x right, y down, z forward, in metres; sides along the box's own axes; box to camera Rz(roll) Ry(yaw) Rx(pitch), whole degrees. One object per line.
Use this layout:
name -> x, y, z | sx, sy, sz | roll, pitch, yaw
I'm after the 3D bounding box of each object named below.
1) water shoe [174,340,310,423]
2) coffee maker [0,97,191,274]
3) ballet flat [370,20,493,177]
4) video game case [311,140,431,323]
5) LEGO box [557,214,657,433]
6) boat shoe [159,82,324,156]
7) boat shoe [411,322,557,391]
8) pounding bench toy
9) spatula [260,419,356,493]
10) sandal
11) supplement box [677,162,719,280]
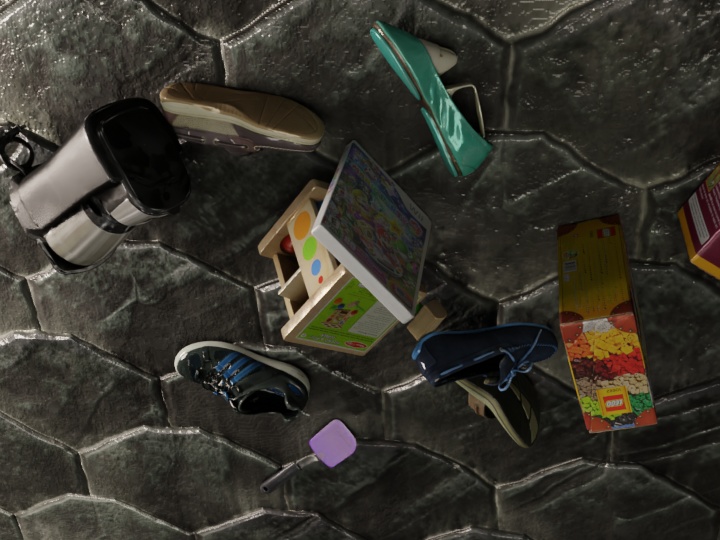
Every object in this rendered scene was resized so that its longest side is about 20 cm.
water shoe -> -0.169, 0.154, 1.223 | 0.197, 0.079, 0.072 | 11, 124, 5
coffee maker -> -0.318, -0.113, 1.028 | 0.199, 0.136, 0.192 | -28, 118, 39
ballet flat -> 0.086, -0.199, 0.964 | 0.070, 0.067, 0.201 | -33, 113, 2
video game case -> 0.019, -0.049, 0.981 | 0.018, 0.201, 0.143 | -36, 110, 28
LEGO box -> 0.275, 0.056, 0.997 | 0.076, 0.201, 0.150 | -11, 120, 18
boat shoe -> -0.137, -0.166, 1.020 | 0.197, 0.072, 0.065 | 13, 130, 7
boat shoe -> 0.160, 0.116, 1.097 | 0.197, 0.069, 0.085 | -7, 142, -17
pounding bench toy -> 0.000, 0.000, 1.061 | 0.198, 0.157, 0.124 | 15, 131, -39
spatula -> -0.085, 0.291, 1.328 | 0.199, 0.021, 0.057 | -38, 96, 32
sandal -> 0.166, 0.154, 1.168 | 0.201, 0.080, 0.057 | 44, 142, -12
supplement box -> 0.435, -0.089, 0.926 | 0.085, 0.111, 0.201 | 27, 124, -8
